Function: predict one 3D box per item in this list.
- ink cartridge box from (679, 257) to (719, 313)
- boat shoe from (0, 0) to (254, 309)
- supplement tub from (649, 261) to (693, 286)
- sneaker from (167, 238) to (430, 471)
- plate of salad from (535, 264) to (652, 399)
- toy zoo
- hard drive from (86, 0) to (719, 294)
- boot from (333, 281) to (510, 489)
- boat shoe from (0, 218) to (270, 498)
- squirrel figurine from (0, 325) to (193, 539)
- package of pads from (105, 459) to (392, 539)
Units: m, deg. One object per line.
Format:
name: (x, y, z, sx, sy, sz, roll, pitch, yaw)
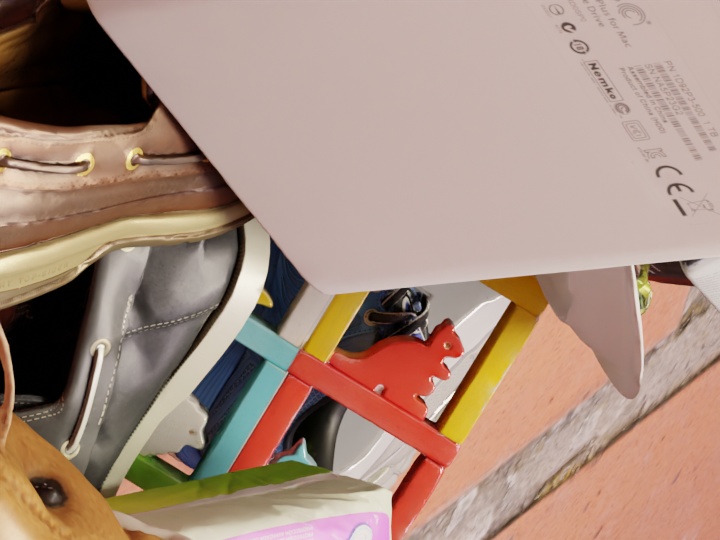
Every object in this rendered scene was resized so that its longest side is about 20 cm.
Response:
ink cartridge box: (0.102, -0.082, 0.943, 0.040, 0.201, 0.200, -25, 160, 10)
boat shoe: (-0.068, -0.050, 0.783, 0.200, 0.072, 0.068, -27, 146, -47)
supplement tub: (0.169, -0.043, 1.105, 0.107, 0.107, 0.200, -51, -160, -13)
sneaker: (0.000, 0.000, 0.966, 0.078, 0.089, 0.201, -17, 136, -59)
plate of salad: (0.067, -0.059, 0.846, 0.048, 0.201, 0.200, -16, 150, -3)
toy zoo: (-0.024, 0.032, 0.913, 0.201, 0.131, 0.020, -58, -174, 5)
hard drive: (0.038, -0.049, 0.710, 0.132, 0.199, 0.026, 52, 49, -35)
boot: (0.022, 0.022, 1.089, 0.200, 0.073, 0.096, -46, 168, -18)
boat shoe: (-0.109, 0.050, 0.858, 0.067, 0.072, 0.201, 23, 105, -42)
squirrel figurine: (-0.126, 0.053, 0.648, 0.142, 0.186, 0.201, -44, 155, -28)
package of pads: (-0.073, 0.151, 0.819, 0.199, 0.068, 0.156, -8, 101, -43)
